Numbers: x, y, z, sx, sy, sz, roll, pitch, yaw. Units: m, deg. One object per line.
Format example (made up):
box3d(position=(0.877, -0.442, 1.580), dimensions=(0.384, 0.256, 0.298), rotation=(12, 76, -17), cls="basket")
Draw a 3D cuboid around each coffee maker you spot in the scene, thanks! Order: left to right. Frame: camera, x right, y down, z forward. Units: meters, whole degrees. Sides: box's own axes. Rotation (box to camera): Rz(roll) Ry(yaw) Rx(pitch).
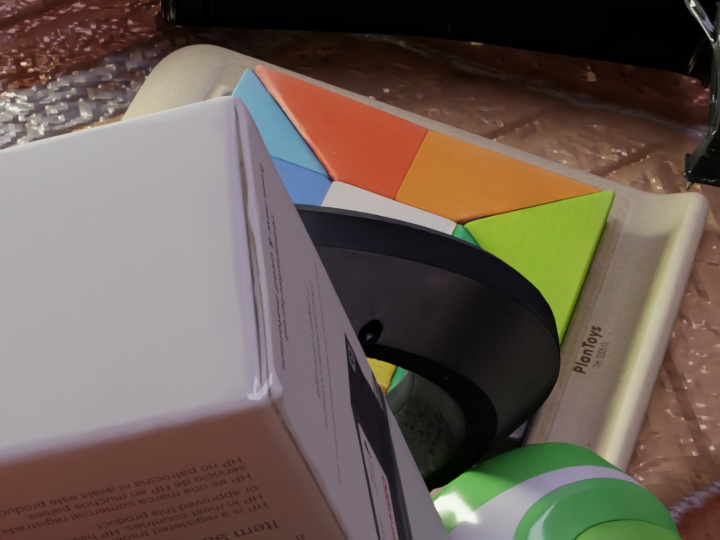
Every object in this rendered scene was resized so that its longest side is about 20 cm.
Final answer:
box3d(position=(0.030, -0.135, 1.016), dimensions=(0.200, 0.135, 0.192), rotation=(4, 36, -3), cls="coffee maker")

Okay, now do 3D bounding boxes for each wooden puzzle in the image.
box3d(position=(0.000, 0.000, 0.930), dimensions=(0.200, 0.037, 0.185), rotation=(15, 40, 8), cls="wooden puzzle")

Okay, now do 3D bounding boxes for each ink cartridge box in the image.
box3d(position=(-0.064, 0.063, 0.680), dimensions=(0.145, 0.200, 0.084), rotation=(-13, 54, 8), cls="ink cartridge box")

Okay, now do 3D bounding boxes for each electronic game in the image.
box3d(position=(-0.047, 0.029, 0.770), dimensions=(0.200, 0.200, 0.042), rotation=(0, 66, -11), cls="electronic game")

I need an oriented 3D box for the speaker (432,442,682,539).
box3d(position=(0.085, 0.135, 0.748), dimensions=(0.088, 0.088, 0.200), rotation=(-14, 45, -25), cls="speaker")
